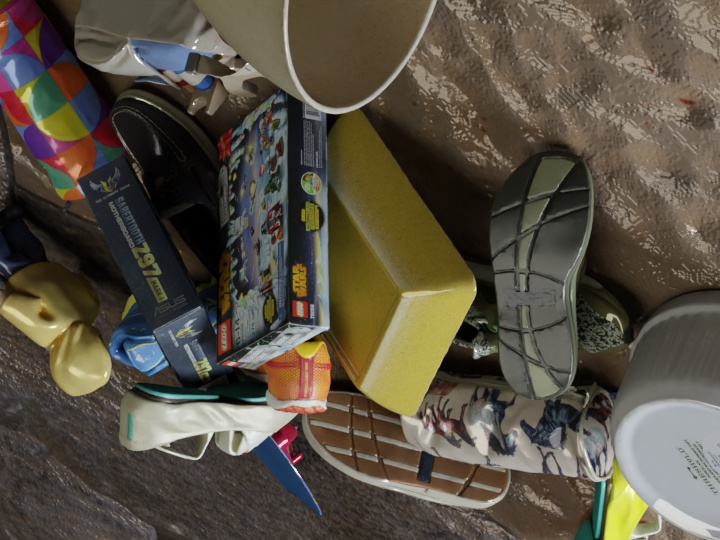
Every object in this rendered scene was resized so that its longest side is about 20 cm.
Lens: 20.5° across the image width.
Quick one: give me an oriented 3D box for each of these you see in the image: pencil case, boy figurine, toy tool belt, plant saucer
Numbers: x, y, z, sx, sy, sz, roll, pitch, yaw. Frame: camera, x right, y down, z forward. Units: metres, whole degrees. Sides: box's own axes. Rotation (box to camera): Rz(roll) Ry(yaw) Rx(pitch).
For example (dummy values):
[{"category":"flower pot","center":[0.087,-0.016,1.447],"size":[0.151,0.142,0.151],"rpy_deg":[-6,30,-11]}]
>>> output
[{"category":"pencil case","center":[-0.277,-0.151,1.744],"size":[0.088,0.088,0.200],"rpy_deg":[-6,124,40]},{"category":"boy figurine","center":[-0.298,0.029,1.905],"size":[0.064,0.124,0.200],"rpy_deg":[-42,80,32]},{"category":"pencil case","center":[0.125,0.125,1.721],"size":[0.199,0.078,0.090],"rpy_deg":[6,111,33]},{"category":"toy tool belt","center":[-0.121,-0.188,1.583],"size":[0.199,0.125,0.123],"rpy_deg":[9,171,35]},{"category":"plant saucer","center":[0.000,0.000,1.639],"size":[0.200,0.048,0.200],"rpy_deg":[56,148,24]}]

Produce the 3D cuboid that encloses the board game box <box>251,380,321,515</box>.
[{"category":"board game box","center":[-0.084,0.150,1.906],"size":[0.158,0.039,0.200],"rpy_deg":[55,169,-16]}]

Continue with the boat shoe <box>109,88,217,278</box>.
[{"category":"boat shoe","center":[-0.152,-0.069,1.744],"size":[0.072,0.065,0.200],"rpy_deg":[-19,116,48]}]

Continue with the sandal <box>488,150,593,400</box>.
[{"category":"sandal","center":[0.142,0.001,1.569],"size":[0.079,0.057,0.202],"rpy_deg":[10,110,17]}]

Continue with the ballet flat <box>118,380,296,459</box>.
[{"category":"ballet flat","center":[-0.125,0.128,1.701],"size":[0.069,0.199,0.070],"rpy_deg":[-3,86,45]}]

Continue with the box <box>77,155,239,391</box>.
[{"category":"box","center":[-0.170,0.013,1.706],"size":[0.158,0.051,0.200],"rpy_deg":[60,173,23]}]

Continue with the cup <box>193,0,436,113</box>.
[{"category":"cup","center":[-0.049,-0.227,1.412],"size":[0.143,0.200,0.201],"rpy_deg":[22,140,28]}]

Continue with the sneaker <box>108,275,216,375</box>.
[{"category":"sneaker","center":[-0.153,0.058,1.840],"size":[0.199,0.105,0.076],"rpy_deg":[-8,124,42]}]

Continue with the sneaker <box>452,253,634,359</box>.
[{"category":"sneaker","center":[0.126,0.049,1.633],"size":[0.199,0.089,0.077],"rpy_deg":[8,133,30]}]

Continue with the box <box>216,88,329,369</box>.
[{"category":"box","center":[-0.073,-0.033,1.618],"size":[0.040,0.201,0.137],"rpy_deg":[8,160,-26]}]

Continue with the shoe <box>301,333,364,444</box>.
[{"category":"shoe","center":[-0.020,0.096,1.831],"size":[0.070,0.054,0.200],"rpy_deg":[-2,141,-4]}]

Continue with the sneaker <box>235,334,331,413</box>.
[{"category":"sneaker","center":[-0.061,0.066,1.707],"size":[0.200,0.073,0.078],"rpy_deg":[-151,66,-69]}]

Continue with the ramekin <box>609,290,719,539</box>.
[{"category":"ramekin","center":[0.291,0.124,1.573],"size":[0.199,0.105,0.201],"rpy_deg":[21,138,20]}]

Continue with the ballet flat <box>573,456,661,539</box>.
[{"category":"ballet flat","center":[0.229,0.234,1.770],"size":[0.067,0.067,0.200],"rpy_deg":[4,137,-4]}]

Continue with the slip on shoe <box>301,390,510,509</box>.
[{"category":"slip on shoe","center":[0.038,0.166,1.815],"size":[0.199,0.076,0.061],"rpy_deg":[17,164,-10]}]
